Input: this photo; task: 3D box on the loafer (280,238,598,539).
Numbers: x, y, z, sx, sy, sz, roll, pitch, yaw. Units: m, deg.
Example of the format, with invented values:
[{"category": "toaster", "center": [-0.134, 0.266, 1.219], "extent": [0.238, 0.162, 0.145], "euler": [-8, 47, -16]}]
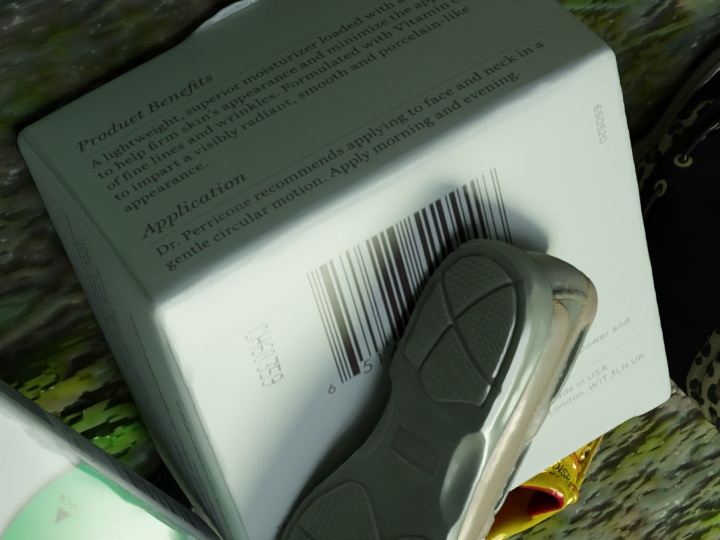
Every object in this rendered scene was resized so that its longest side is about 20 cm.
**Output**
[{"category": "loafer", "center": [0.029, 0.083, 0.773], "extent": [0.063, 0.072, 0.201], "euler": [9, 115, -47]}]

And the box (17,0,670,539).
[{"category": "box", "center": [0.000, 0.000, 0.829], "extent": [0.198, 0.131, 0.201], "euler": [-29, 135, -12]}]

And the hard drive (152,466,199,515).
[{"category": "hard drive", "center": [-0.052, 0.173, 0.990], "extent": [0.200, 0.038, 0.140], "euler": [27, 105, -43]}]

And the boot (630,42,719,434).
[{"category": "boot", "center": [0.186, -0.024, 0.924], "extent": [0.200, 0.151, 0.073], "euler": [-38, 135, -5]}]

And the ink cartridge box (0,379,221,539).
[{"category": "ink cartridge box", "center": [-0.169, 0.141, 0.785], "extent": [0.200, 0.050, 0.161], "euler": [-51, 126, -1]}]

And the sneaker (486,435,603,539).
[{"category": "sneaker", "center": [0.092, 0.076, 0.985], "extent": [0.200, 0.077, 0.073], "euler": [-46, 136, -11]}]
